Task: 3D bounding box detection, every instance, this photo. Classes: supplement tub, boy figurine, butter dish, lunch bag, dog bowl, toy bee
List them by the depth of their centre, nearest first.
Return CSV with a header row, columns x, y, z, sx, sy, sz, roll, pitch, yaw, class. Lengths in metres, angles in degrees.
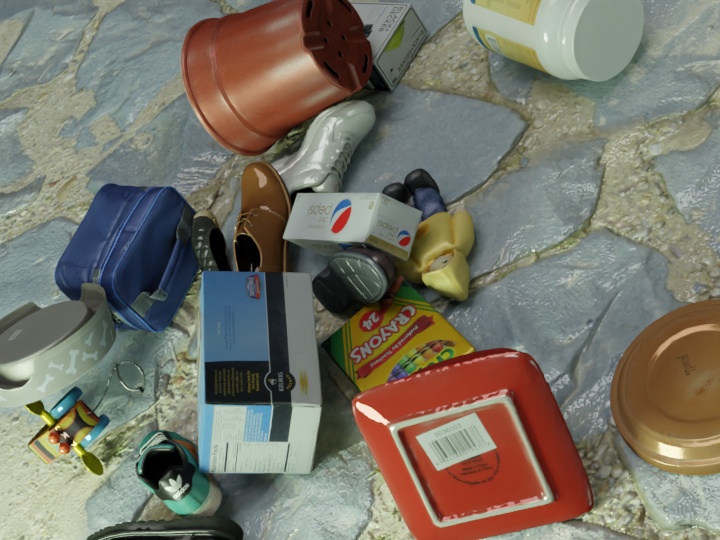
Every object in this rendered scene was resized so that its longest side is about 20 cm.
x,y,z,sx,sy,sz,roll,pitch,yaw,class
0.122,0.156,1.463,0.199,0.200,0.148,-17,22,21,butter dish
0.079,-0.033,1.719,0.124,0.064,0.200,-27,39,8,boy figurine
-0.359,0.187,1.748,0.131,0.200,0.109,31,39,6,toy bee
-0.391,0.094,1.774,0.199,0.059,0.200,-21,22,9,dog bowl
0.241,-0.323,1.806,0.145,0.145,0.200,-47,43,-11,supplement tub
-0.295,-0.013,1.897,0.132,0.136,0.200,2,58,36,lunch bag

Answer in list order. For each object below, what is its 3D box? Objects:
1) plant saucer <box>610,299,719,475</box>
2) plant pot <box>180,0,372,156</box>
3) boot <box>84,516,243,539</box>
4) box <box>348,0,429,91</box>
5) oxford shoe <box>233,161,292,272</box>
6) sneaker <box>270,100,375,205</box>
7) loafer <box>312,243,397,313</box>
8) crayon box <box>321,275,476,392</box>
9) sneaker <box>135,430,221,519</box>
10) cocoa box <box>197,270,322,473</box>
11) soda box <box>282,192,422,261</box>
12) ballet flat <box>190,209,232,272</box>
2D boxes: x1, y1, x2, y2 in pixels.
x,y,z,sx,sy,sz,roll,pitch,yaw,class
0.344,0.110,1.438,0.200,0.032,0.201,-19,44,19,plant saucer
-0.102,-0.277,1.928,0.195,0.201,0.201,-18,44,36,plant pot
-0.229,0.356,1.568,0.210,0.079,0.158,-13,47,23,boot
-0.016,-0.322,2.040,0.200,0.060,0.117,13,62,40,box
-0.131,-0.058,1.834,0.071,0.071,0.201,-25,58,30,oxford shoe
-0.044,-0.135,1.894,0.200,0.078,0.099,-46,49,3,sneaker
0.000,0.000,1.687,0.063,0.072,0.200,-39,4,-23,loafer
0.057,0.106,1.620,0.127,0.051,0.200,-41,43,-5,crayon box
-0.224,0.220,1.665,0.071,0.080,0.200,-45,28,-8,sneaker
-0.119,0.115,1.635,0.131,0.134,0.200,1,46,-8,cocoa box
-0.012,-0.054,1.742,0.200,0.068,0.064,4,73,58,soda box
-0.177,-0.006,1.865,0.057,0.066,0.200,-33,49,16,ballet flat
